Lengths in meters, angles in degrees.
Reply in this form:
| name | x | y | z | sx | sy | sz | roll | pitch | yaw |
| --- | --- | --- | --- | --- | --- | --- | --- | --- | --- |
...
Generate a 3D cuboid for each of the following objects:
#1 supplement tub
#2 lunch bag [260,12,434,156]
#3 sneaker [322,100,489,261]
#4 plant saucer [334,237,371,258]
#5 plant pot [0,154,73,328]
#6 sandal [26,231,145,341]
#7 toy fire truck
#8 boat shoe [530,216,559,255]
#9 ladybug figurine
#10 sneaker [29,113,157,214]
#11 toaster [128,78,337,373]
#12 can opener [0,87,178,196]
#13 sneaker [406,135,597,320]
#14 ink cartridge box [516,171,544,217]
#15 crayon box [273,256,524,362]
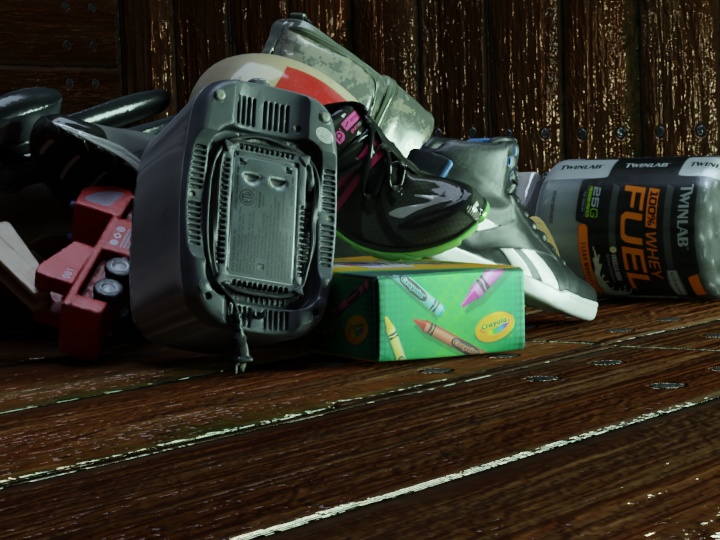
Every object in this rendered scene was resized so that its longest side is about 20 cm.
| name | x | y | z | sx | sy | sz | roll | pitch | yaw |
| --- | --- | --- | --- | --- | --- | --- | --- | --- | --- |
| supplement tub | 0.261 | -0.037 | 1.594 | 0.198 | 0.124 | 0.122 | 0 | 4 | 31 |
| lunch bag | -0.055 | -0.104 | 1.643 | 0.167 | 0.201 | 0.139 | 37 | -16 | -31 |
| sneaker | -0.004 | -0.070 | 1.303 | 0.198 | 0.084 | 0.077 | 22 | 54 | 19 |
| plant saucer | 0.000 | 0.000 | 1.516 | 0.199 | 0.039 | 0.201 | -16 | -12 | -4 |
| plant pot | -0.224 | -0.030 | 1.499 | 0.198 | 0.189 | 0.187 | 11 | 6 | 8 |
| sandal | -0.158 | 0.011 | 1.407 | 0.198 | 0.081 | 0.054 | 4 | 14 | -8 |
| toy fire truck | -0.228 | 0.002 | 1.290 | 0.140 | 0.049 | 0.201 | 16 | 39 | 3 |
| boat shoe | 0.099 | 0.007 | 1.508 | 0.069 | 0.074 | 0.200 | -26 | -5 | 29 |
| ladybug figurine | -0.052 | -0.088 | 1.493 | 0.199 | 0.136 | 0.072 | 36 | 16 | -15 |
| sneaker | -0.160 | -0.074 | 1.399 | 0.199 | 0.080 | 0.074 | 22 | -43 | -29 |
| toaster | -0.088 | -0.022 | 1.241 | 0.113 | 0.202 | 0.129 | 8 | -15 | -27 |
| can opener | -0.214 | -0.101 | 1.422 | 0.199 | 0.064 | 0.079 | -12 | -21 | -42 |
| sneaker | 0.116 | -0.039 | 1.393 | 0.199 | 0.113 | 0.073 | 21 | -5 | -32 |
| ink cartridge box | 0.105 | -0.021 | 1.729 | 0.198 | 0.045 | 0.177 | 0 | -36 | 33 |
| crayon box | 0.011 | 0.024 | 1.290 | 0.118 | 0.059 | 0.199 | -3 | 4 | -30 |
